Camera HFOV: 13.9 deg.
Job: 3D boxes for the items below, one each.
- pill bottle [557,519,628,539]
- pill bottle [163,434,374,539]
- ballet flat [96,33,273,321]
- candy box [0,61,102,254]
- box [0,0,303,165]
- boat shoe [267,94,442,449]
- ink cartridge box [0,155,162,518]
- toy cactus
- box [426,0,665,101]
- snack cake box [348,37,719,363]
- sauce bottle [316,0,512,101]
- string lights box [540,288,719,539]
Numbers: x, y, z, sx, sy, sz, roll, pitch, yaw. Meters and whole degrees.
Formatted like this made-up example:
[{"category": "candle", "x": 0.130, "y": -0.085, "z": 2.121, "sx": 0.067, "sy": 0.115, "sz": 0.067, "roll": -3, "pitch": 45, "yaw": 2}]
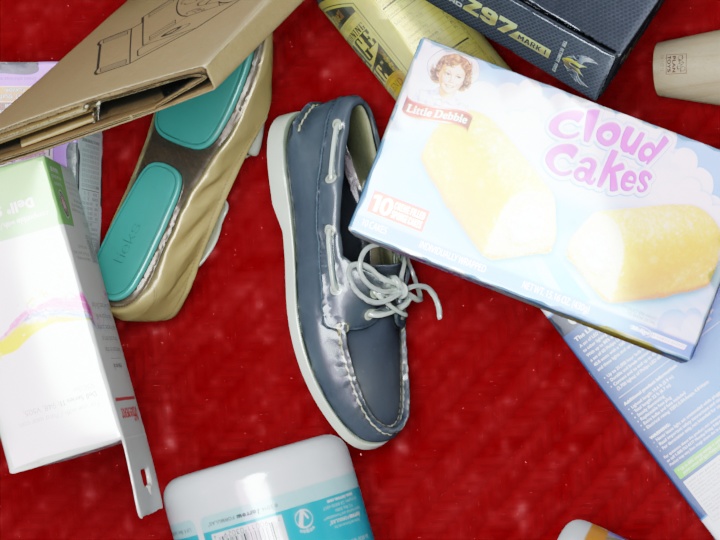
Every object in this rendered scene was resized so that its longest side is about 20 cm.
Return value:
[{"category": "pill bottle", "x": 0.184, "y": 0.227, "z": 1.636, "sx": 0.200, "sy": 0.112, "sz": 0.112, "roll": 25, "pitch": 93, "yaw": 7}, {"category": "pill bottle", "x": -0.035, "y": 0.201, "z": 1.665, "sx": 0.111, "sy": 0.111, "sz": 0.201, "roll": -16, "pitch": 88, "yaw": 7}, {"category": "ballet flat", "x": -0.094, "y": -0.062, "z": 1.704, "sx": 0.069, "sy": 0.063, "sz": 0.200, "roll": 30, "pitch": 94, "yaw": 39}, {"category": "candy box", "x": -0.238, "y": -0.020, "z": 1.713, "sx": 0.167, "sy": 0.072, "sz": 0.201, "roll": 1, "pitch": 89, "yaw": 6}, {"category": "box", "x": -0.102, "y": -0.127, "z": 1.610, "sx": 0.163, "sy": 0.200, "sz": 0.021, "roll": -17, "pitch": 110, "yaw": 33}, {"category": "boat shoe", "x": 0.000, "y": 0.000, "z": 1.679, "sx": 0.062, "sy": 0.075, "sz": 0.201, "roll": -16, "pitch": 79, "yaw": 37}, {"category": "ink cartridge box", "x": -0.169, "y": 0.045, "z": 1.610, "sx": 0.067, "sy": 0.117, "sz": 0.201, "roll": -16, "pitch": 87, "yaw": 1}, {"category": "toy cactus", "x": 0.246, "y": -0.111, "z": 1.649, "sx": 0.165, "sy": 0.102, "sz": 0.201, "roll": -1, "pitch": 98, "yaw": 17}, {"category": "box", "x": 0.115, "y": -0.211, "z": 1.632, "sx": 0.158, "sy": 0.051, "sz": 0.200, "roll": 32, "pitch": 61, "yaw": 6}, {"category": "snack cake box", "x": 0.106, "y": -0.038, "z": 1.608, "sx": 0.200, "sy": 0.067, "sz": 0.115, "roll": 21, "pitch": 89, "yaw": 4}, {"category": "sauce bottle", "x": 0.013, "y": -0.155, "z": 1.688, "sx": 0.066, "sy": 0.066, "sz": 0.200, "roll": -40, "pitch": 82, "yaw": 5}, {"category": "string lights box", "x": 0.187, "y": 0.050, "z": 1.663, "sx": 0.103, "sy": 0.059, "sz": 0.200, "roll": -37, "pitch": 85, "yaw": 5}]
